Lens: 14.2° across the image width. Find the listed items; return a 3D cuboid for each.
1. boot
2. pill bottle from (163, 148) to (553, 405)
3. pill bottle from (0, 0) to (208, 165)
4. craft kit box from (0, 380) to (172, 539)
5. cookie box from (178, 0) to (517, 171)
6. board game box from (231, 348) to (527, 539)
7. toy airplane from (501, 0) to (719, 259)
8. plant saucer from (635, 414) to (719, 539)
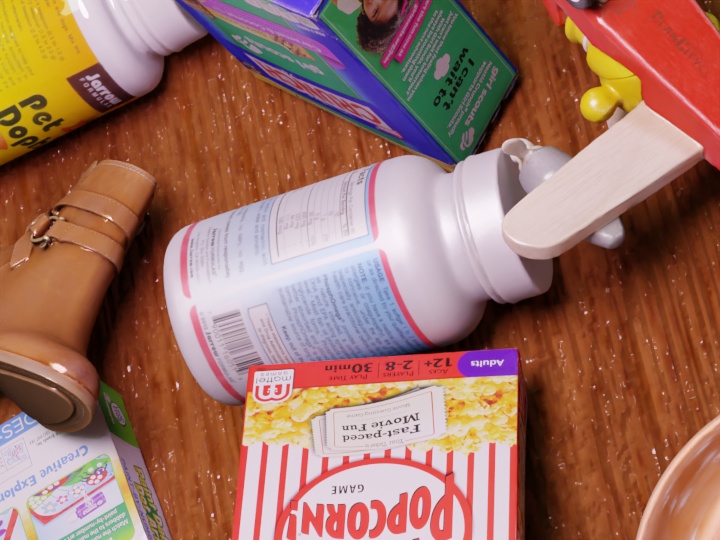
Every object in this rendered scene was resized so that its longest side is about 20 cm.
[{"bbox_3d":[-0.166,0.006,1.673,0.155,0.074,0.200,-50,29,-12],"label":"boot"},{"bbox_3d":[0.000,0.000,1.605,0.199,0.109,0.109,-17,60,19],"label":"pill bottle"},{"bbox_3d":[-0.196,-0.136,1.768,0.199,0.109,0.110,-25,58,15],"label":"pill bottle"},{"bbox_3d":[-0.199,0.190,1.656,0.200,0.049,0.198,-30,55,12],"label":"craft kit box"},{"bbox_3d":[-0.027,-0.153,1.626,0.171,0.200,0.075,27,82,34],"label":"cookie box"},{"bbox_3d":[0.011,0.131,1.515,0.151,0.046,0.200,-5,44,7],"label":"board game box"},{"bbox_3d":[0.175,-0.093,1.555,0.199,0.141,0.200,6,73,-7],"label":"toy airplane"},{"bbox_3d":[0.235,0.152,1.458,0.199,0.037,0.201,-11,64,22],"label":"plant saucer"}]
